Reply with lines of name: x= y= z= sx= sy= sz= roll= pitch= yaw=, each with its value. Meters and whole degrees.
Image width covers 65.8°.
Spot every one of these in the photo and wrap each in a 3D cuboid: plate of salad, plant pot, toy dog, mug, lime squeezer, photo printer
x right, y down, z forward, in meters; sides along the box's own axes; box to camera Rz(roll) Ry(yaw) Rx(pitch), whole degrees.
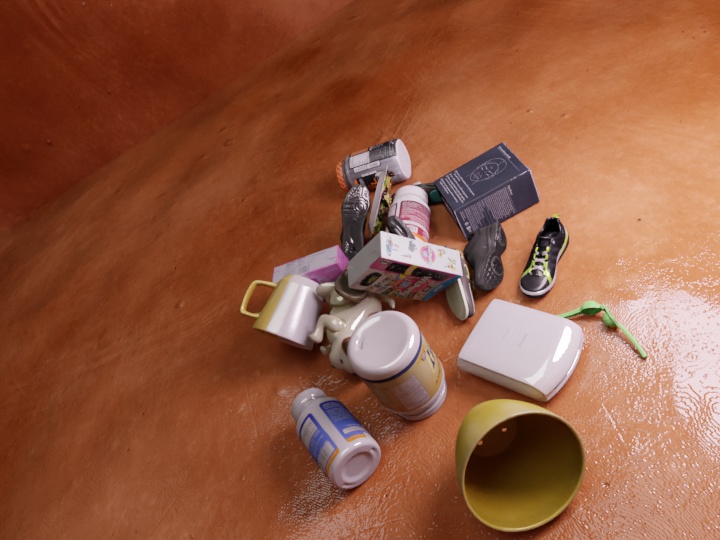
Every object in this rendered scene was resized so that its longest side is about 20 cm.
plate of salad: x=0.057 y=-0.180 z=1.474 sx=0.048 sy=0.200 sz=0.200 roll=13 pitch=52 yaw=0
plant pot: x=0.235 y=0.289 z=0.901 sx=0.200 sy=0.200 sz=0.142 roll=-35 pitch=16 yaw=-1
toy dog: x=-0.015 y=0.142 z=1.248 sx=0.194 sy=0.140 sz=0.200 roll=-5 pitch=47 yaw=6
mug: x=-0.175 y=0.087 z=1.323 sx=0.149 sy=0.186 sz=0.153 roll=-11 pitch=57 yaw=67
lime squeezer: x=0.446 y=0.095 z=1.041 sx=0.200 sy=0.038 sz=0.071 roll=22 pitch=65 yaw=44
photo printer: x=0.307 y=0.149 z=1.055 sx=0.200 sy=0.069 sz=0.166 roll=18 pitch=62 yaw=43

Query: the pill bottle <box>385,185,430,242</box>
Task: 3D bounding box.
pill bottle: x=0.120 y=-0.115 z=1.405 sx=0.109 sy=0.110 sz=0.200 roll=-11 pitch=45 yaw=25

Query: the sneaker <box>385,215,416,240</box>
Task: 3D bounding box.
sneaker: x=0.086 y=-0.030 z=1.284 sx=0.115 sy=0.200 sz=0.075 roll=-30 pitch=35 yaw=17

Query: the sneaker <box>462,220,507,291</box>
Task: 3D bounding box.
sneaker: x=0.274 y=-0.026 z=1.256 sx=0.091 sy=0.076 sz=0.200 roll=-13 pitch=35 yaw=32

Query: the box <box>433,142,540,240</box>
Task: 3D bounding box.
box: x=0.305 y=-0.194 z=1.361 sx=0.200 sy=0.107 sz=0.149 roll=-29 pitch=40 yaw=8

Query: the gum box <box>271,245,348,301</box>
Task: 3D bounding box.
gum box: x=-0.121 y=0.024 z=1.427 sx=0.200 sy=0.114 sz=0.066 roll=-18 pitch=43 yaw=18

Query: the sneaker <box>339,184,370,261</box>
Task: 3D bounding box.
sneaker: x=-0.018 y=-0.128 z=1.476 sx=0.076 sy=0.200 sz=0.114 roll=3 pitch=8 yaw=-7

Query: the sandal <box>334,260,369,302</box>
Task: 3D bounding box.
sandal: x=0.000 y=0.000 z=1.267 sx=0.080 sy=0.054 sz=0.200 roll=18 pitch=38 yaw=15

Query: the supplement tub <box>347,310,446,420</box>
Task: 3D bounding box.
supplement tub: x=0.076 y=0.187 z=1.071 sx=0.144 sy=0.200 sz=0.145 roll=-18 pitch=43 yaw=18

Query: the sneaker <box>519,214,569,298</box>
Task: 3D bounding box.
sneaker: x=0.381 y=-0.035 z=1.175 sx=0.072 sy=0.083 sz=0.200 roll=6 pitch=55 yaw=38

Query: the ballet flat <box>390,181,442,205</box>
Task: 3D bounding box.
ballet flat: x=0.181 y=-0.208 z=1.496 sx=0.200 sy=0.068 sz=0.068 roll=-5 pitch=37 yaw=16

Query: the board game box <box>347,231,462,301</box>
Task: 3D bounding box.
board game box: x=0.093 y=-0.003 z=1.192 sx=0.148 sy=0.200 sz=0.064 roll=-42 pitch=45 yaw=51

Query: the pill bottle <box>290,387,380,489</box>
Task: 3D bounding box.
pill bottle: x=-0.058 y=0.322 z=1.099 sx=0.112 sy=0.112 sz=0.200 roll=-42 pitch=40 yaw=-9

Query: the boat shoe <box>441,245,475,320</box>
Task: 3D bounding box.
boat shoe: x=0.220 y=0.023 z=1.236 sx=0.060 sy=0.072 sz=0.201 roll=0 pitch=48 yaw=-18

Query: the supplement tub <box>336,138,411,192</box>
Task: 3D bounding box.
supplement tub: x=0.038 y=-0.300 z=1.629 sx=0.200 sy=0.123 sz=0.123 roll=-13 pitch=45 yaw=24
